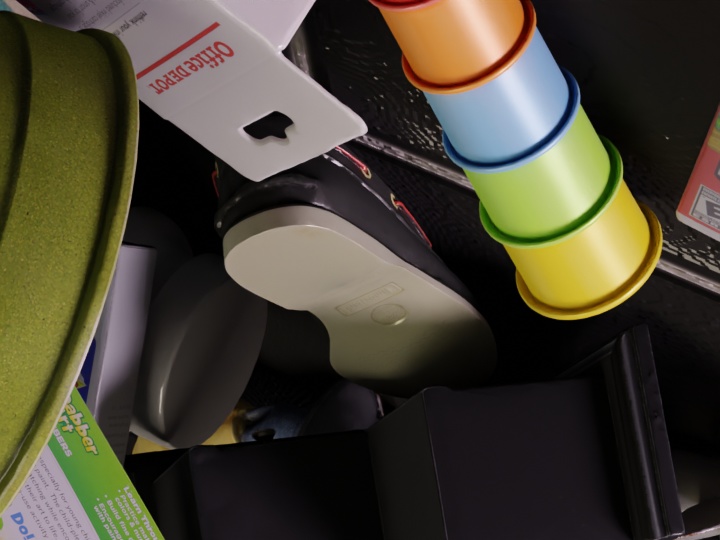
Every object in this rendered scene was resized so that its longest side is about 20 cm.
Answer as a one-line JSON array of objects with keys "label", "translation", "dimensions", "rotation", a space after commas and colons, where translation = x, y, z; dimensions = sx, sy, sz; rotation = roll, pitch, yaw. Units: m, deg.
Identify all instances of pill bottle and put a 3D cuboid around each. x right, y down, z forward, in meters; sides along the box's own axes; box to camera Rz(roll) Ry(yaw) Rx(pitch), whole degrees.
[{"label": "pill bottle", "translation": [-0.153, 0.009, 1.160], "dimensions": [0.199, 0.116, 0.116], "rotation": [21, 155, 23]}]

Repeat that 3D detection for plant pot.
[{"label": "plant pot", "translation": [-0.207, -0.021, 0.807], "dimensions": [0.192, 0.201, 0.200], "rotation": [20, 164, -25]}]

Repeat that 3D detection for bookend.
[{"label": "bookend", "translation": [0.007, 0.099, 1.029], "dimensions": [0.199, 0.093, 0.199], "rotation": [-5, 167, -17]}]

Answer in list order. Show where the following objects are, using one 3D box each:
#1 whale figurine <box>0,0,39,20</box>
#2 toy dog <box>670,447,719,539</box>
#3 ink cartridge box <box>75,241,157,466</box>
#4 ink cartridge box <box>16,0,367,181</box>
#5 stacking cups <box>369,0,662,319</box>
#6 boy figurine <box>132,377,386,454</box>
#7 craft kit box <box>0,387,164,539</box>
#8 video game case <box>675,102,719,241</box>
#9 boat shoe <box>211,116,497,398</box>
[{"label": "whale figurine", "translation": [-0.176, -0.089, 0.999], "dimensions": [0.159, 0.104, 0.200], "rotation": [25, 159, 17]}, {"label": "toy dog", "translation": [0.189, 0.135, 1.002], "dimensions": [0.132, 0.096, 0.200], "rotation": [40, 156, -18]}, {"label": "ink cartridge box", "translation": [-0.157, 0.078, 1.076], "dimensions": [0.099, 0.201, 0.039], "rotation": [12, -177, 26]}, {"label": "ink cartridge box", "translation": [-0.078, -0.125, 0.848], "dimensions": [0.200, 0.068, 0.115], "rotation": [39, 158, -15]}, {"label": "stacking cups", "translation": [0.042, -0.064, 0.828], "dimensions": [0.060, 0.061, 0.200], "rotation": [11, 150, 41]}, {"label": "boy figurine", "translation": [-0.054, 0.099, 1.286], "dimensions": [0.124, 0.065, 0.200], "rotation": [43, 156, -25]}, {"label": "craft kit box", "translation": [-0.175, 0.090, 0.938], "dimensions": [0.048, 0.197, 0.200], "rotation": [-38, 78, 33]}, {"label": "video game case", "translation": [0.185, -0.033, 0.768], "dimensions": [0.143, 0.017, 0.200], "rotation": [29, 157, 9]}, {"label": "boat shoe", "translation": [0.003, -0.001, 1.018], "dimensions": [0.073, 0.063, 0.201], "rotation": [-21, 147, 20]}]
